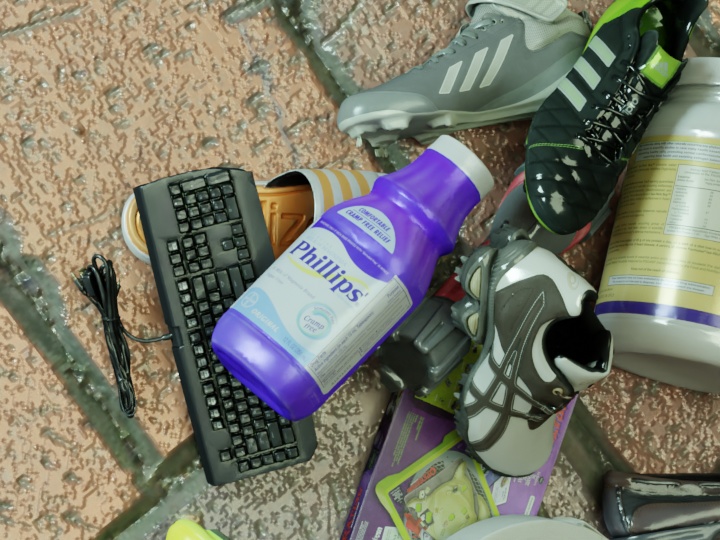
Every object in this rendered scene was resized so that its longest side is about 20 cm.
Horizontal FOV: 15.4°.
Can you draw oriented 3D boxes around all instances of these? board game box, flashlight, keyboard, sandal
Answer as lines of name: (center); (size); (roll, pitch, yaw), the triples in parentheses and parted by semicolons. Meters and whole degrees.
board game box: (0.063, 0.136, 1.753); (0.120, 0.032, 0.200); (23, 78, -13)
flashlight: (0.087, -0.002, 1.728); (0.200, 0.068, 0.068); (-45, 129, -35)
keyboard: (-0.108, 0.040, 1.687); (0.127, 0.021, 0.200); (-14, 99, -3)
sandal: (-0.048, -0.026, 1.713); (0.206, 0.059, 0.079); (-1, 85, -19)

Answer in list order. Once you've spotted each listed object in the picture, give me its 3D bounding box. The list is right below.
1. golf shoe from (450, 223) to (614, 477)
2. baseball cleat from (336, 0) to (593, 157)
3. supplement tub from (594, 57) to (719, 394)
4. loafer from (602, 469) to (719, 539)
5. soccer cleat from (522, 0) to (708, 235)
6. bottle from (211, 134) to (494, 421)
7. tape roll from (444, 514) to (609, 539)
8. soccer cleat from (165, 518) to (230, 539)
golf shoe: (0.112, 0.068, 1.670); (0.078, 0.094, 0.200); (-45, 144, -31)
baseball cleat: (0.067, -0.138, 1.767); (0.200, 0.070, 0.107); (-8, 81, -29)
supplement tub: (0.240, -0.027, 1.767); (0.145, 0.145, 0.200); (17, 80, -17)
loafer: (0.257, 0.147, 1.799); (0.200, 0.072, 0.063); (-11, 84, -17)
soccer cleat: (0.164, -0.111, 1.722); (0.068, 0.081, 0.200); (39, 58, -20)
bottle: (0.000, 0.000, 1.663); (0.200, 0.065, 0.084); (-45, 61, -12)
tape roll: (0.105, 0.258, 1.729); (0.203, 0.037, 0.203); (-1, 92, -30)
soccer cleat: (-0.077, 0.252, 1.675); (0.084, 0.065, 0.200); (-30, 95, -17)
